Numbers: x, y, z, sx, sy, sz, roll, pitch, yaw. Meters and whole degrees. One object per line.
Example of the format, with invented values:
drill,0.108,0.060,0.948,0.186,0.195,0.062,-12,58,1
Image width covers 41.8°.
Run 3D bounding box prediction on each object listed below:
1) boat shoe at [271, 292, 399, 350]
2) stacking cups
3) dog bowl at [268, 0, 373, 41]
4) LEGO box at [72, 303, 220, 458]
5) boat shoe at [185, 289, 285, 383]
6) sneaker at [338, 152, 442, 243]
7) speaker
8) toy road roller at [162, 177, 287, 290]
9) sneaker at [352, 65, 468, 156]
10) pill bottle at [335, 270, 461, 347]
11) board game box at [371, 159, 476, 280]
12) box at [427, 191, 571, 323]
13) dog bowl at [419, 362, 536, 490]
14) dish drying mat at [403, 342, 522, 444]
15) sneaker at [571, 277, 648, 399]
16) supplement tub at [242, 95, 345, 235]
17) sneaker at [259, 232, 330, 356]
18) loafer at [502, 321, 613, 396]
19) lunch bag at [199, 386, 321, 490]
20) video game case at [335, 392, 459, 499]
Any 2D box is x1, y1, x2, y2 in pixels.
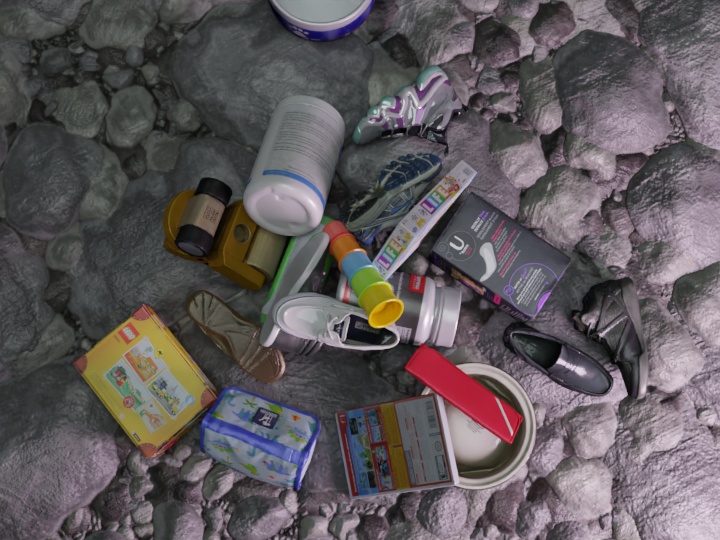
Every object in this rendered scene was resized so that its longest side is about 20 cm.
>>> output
boat shoe,-0.034,0.080,1.436,0.198,0.065,0.074,7,99,-16
stacking cups,0.000,0.000,1.466,0.060,0.061,0.201,-28,49,-4
dog bowl,-0.069,-0.506,1.640,0.198,0.079,0.202,0,82,0
LEGO box,-0.345,0.181,1.542,0.149,0.077,0.200,-39,83,-5
boat shoe,-0.204,0.105,1.559,0.074,0.066,0.200,-45,97,-7
sneaker,0.058,-0.121,1.588,0.199,0.085,0.077,-36,40,-3
speaker,-0.097,0.006,1.563,0.088,0.088,0.202,21,83,3
toy road roller,-0.236,-0.057,1.566,0.199,0.145,0.124,32,66,-31
sneaker,0.095,-0.242,1.602,0.199,0.078,0.140,-37,83,-4
pill bottle,0.059,0.058,1.541,0.198,0.114,0.115,11,82,2
board game box,0.099,-0.078,1.506,0.034,0.135,0.200,40,49,6
box,0.226,-0.018,1.555,0.199,0.106,0.123,35,84,4
dog bowl,0.182,0.252,1.534,0.198,0.074,0.202,0,81,1
dish drying mat,0.163,0.191,1.474,0.199,0.077,0.018,37,128,5
sneaker,0.409,0.116,1.554,0.113,0.076,0.201,-9,79,1
supplement tub,-0.105,-0.170,1.531,0.131,0.132,0.201,14,56,2
sneaker,-0.075,0.044,1.493,0.099,0.071,0.201,27,86,-24
loafer,0.324,0.150,1.547,0.199,0.070,0.069,29,93,4
lunch bag,-0.156,0.264,1.469,0.169,0.200,0.129,19,83,4
video game case,0.055,0.282,1.505,0.199,0.017,0.144,-16,80,31
